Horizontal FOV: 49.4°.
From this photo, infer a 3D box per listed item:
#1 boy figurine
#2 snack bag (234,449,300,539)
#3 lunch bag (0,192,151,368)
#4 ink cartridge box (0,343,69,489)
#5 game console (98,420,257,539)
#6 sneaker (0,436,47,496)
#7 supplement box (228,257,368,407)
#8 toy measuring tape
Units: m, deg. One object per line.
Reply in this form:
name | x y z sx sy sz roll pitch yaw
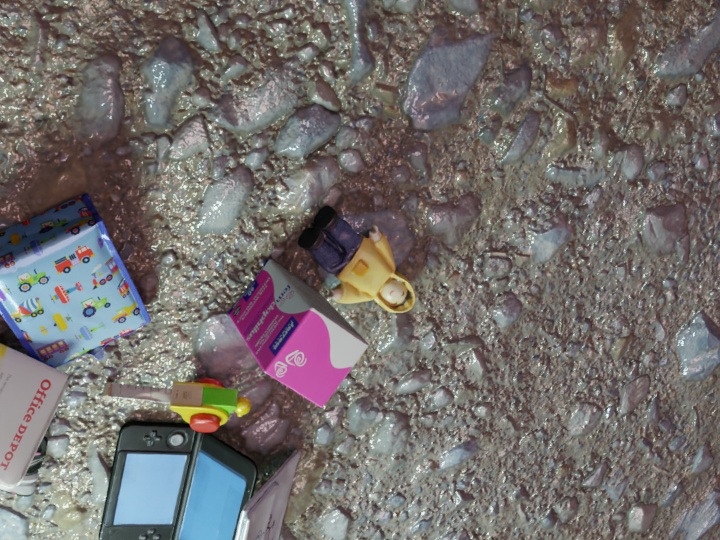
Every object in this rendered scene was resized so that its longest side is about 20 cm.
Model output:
boy figurine | 0.000 0.000 1.122 0.200 0.064 0.125 42 85 -27
snack bag | -0.143 0.383 1.139 0.021 0.200 0.190 18 106 13
lunch bag | -0.357 0.034 0.966 0.150 0.094 0.201 -27 126 -16
ink cartridge box | -0.469 0.151 0.911 0.199 0.083 0.146 33 60 -25
game console | -0.257 0.327 1.091 0.174 0.116 0.202 9 104 -27
sneaker | -0.488 0.209 0.980 0.199 0.080 0.087 30 83 -38
supplement box | -0.087 0.076 1.030 0.103 0.200 0.102 36 91 -30
toy measuring tape | -0.251 0.185 1.082 0.198 0.074 0.074 5 107 -8
